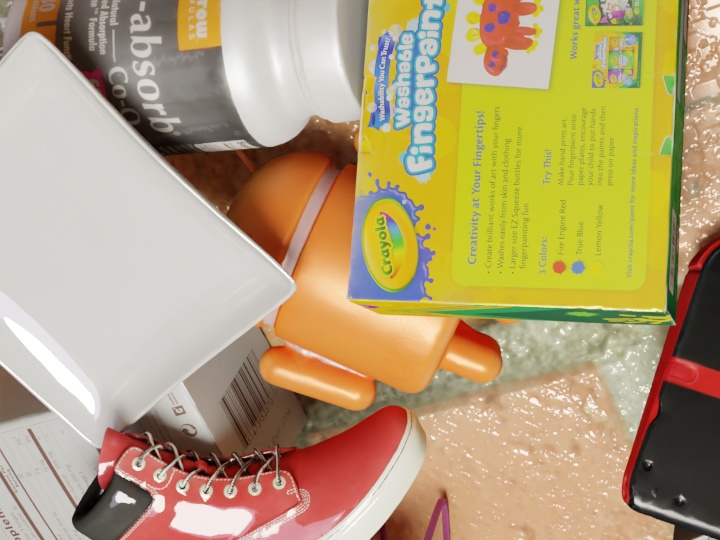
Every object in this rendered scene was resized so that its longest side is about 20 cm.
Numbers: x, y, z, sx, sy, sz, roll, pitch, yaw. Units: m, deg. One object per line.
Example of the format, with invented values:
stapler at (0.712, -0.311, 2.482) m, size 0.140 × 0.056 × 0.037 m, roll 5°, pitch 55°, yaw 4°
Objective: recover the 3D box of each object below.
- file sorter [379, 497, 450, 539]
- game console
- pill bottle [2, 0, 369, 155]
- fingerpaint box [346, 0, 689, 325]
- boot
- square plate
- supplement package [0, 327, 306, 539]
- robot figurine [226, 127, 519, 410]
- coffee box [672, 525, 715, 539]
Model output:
file sorter at (-0.041, 0.228, 1.028) m, size 0.200 × 0.125 × 0.139 m, roll 4°, pitch 119°, yaw 14°
game console at (0.268, 0.082, 0.848) m, size 0.200 × 0.031 × 0.177 m, roll 18°, pitch 85°, yaw 7°
pill bottle at (-0.091, -0.125, 0.847) m, size 0.200 × 0.116 × 0.116 m, roll -4°, pitch 117°, yaw 19°
fingerpaint box at (0.086, -0.075, 0.790) m, size 0.167 × 0.073 × 0.200 m, roll 1°, pitch 82°, yaw 16°
boot at (-0.071, 0.120, 0.883) m, size 0.200 × 0.072 × 0.144 m, roll -40°, pitch 108°, yaw 14°
square plate at (-0.164, -0.012, 0.851) m, size 0.200 × 0.028 × 0.198 m, roll 44°, pitch 123°, yaw -11°
supplement package at (-0.159, 0.109, 1.001) m, size 0.200 × 0.117 × 0.117 m, roll -16°, pitch 114°, yaw 25°
robot figurine at (0.001, -0.002, 0.892) m, size 0.200 × 0.117 × 0.144 m, roll 23°, pitch 135°, yaw 2°
coffee box at (0.298, 0.200, 0.934) m, size 0.114 × 0.080 × 0.200 m, roll -30°, pitch 107°, yaw 27°
